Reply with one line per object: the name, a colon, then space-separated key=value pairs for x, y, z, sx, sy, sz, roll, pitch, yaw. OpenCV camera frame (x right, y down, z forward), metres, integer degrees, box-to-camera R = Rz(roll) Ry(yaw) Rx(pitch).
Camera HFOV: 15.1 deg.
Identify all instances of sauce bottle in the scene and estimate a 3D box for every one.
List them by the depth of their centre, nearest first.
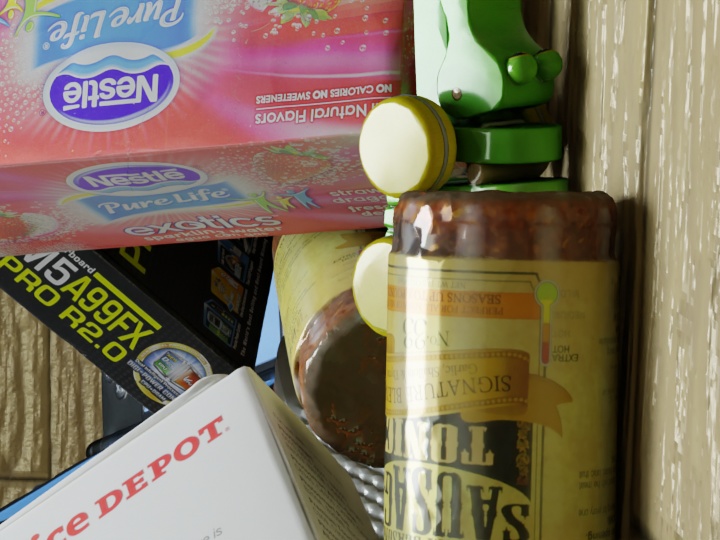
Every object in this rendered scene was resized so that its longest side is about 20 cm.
sauce bottle: x=0.038 y=0.078 z=0.729 sx=0.066 sy=0.066 sz=0.201 roll=180 pitch=89 yaw=-83
sauce bottle: x=0.000 y=0.000 z=0.981 sx=0.200 sy=0.066 sz=0.066 roll=-107 pitch=19 yaw=-65

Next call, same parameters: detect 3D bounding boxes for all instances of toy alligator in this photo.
toy alligator: x=0.038 y=-0.044 z=0.803 sx=0.054 sy=0.059 sz=0.201 roll=13 pitch=105 yaw=40

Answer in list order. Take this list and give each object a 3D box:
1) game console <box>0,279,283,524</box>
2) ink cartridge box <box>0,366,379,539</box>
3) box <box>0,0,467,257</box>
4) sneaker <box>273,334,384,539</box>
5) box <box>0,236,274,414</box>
game console: x=-0.099 y=0.033 z=1.197 sx=0.200 sy=0.118 sz=0.173 roll=-23 pitch=65 yaw=50
ink cartridge box: x=-0.049 y=0.153 z=0.887 sx=0.084 sy=0.146 sz=0.200 roll=47 pitch=-167 yaw=-42
box: x=-0.060 y=-0.069 z=0.904 sx=0.095 sy=0.199 sz=0.103 roll=35 pitch=-125 yaw=-63
sneaker: x=-0.005 y=0.116 z=1.049 sx=0.201 sy=0.075 sz=0.105 roll=-93 pitch=5 yaw=-54
box: x=-0.102 y=-0.052 z=1.098 sx=0.044 sy=0.160 sz=0.200 roll=-36 pitch=24 yaw=27
